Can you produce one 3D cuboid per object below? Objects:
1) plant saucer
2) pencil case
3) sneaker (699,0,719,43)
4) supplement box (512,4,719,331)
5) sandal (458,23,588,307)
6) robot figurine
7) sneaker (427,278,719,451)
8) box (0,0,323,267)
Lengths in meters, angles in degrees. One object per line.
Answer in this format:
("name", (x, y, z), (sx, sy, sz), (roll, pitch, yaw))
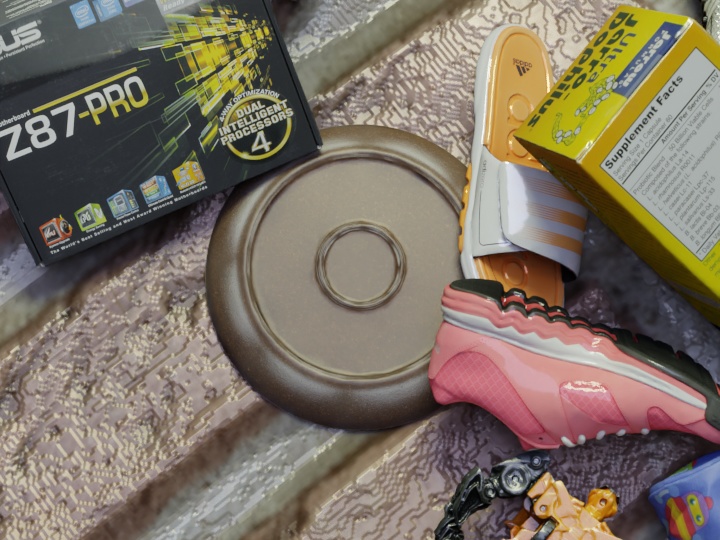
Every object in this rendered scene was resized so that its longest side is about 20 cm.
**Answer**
("plant saucer", (0.000, 0.000, 1.372), (0.199, 0.032, 0.202), (0, 78, -1))
("pencil case", (0.250, 0.199, 1.306), (0.078, 0.087, 0.201), (-34, 75, 35))
("sneaker", (0.239, -0.192, 1.401), (0.082, 0.078, 0.201), (16, 68, 7))
("supplement box", (0.209, -0.052, 1.301), (0.200, 0.109, 0.109), (41, 87, -20))
("sandal", (0.107, -0.063, 1.358), (0.079, 0.059, 0.208), (8, 74, -33))
("robot figurine", (0.086, 0.208, 1.311), (0.145, 0.058, 0.200), (43, 81, 8))
("sneaker", (0.134, 0.075, 1.313), (0.199, 0.074, 0.087), (21, 102, 5))
("box", (-0.141, -0.112, 1.340), (0.199, 0.049, 0.162), (-22, 118, -4))
